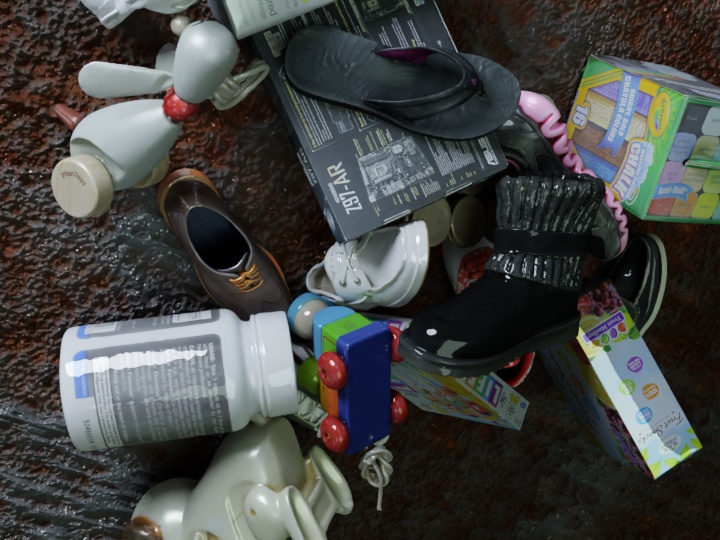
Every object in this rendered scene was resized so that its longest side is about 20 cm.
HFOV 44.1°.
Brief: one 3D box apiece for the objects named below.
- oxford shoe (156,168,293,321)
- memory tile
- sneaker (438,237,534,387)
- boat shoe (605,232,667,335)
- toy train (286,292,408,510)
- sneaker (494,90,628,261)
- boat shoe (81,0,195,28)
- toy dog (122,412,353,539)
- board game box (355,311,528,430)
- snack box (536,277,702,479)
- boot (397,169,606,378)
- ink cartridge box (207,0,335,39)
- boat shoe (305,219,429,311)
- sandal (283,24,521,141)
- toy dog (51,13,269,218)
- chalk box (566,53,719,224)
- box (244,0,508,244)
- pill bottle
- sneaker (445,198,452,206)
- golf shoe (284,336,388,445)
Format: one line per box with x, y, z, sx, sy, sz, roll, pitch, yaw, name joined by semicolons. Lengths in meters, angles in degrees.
-0.118;0.000;0.824;0.071;0.073;0.200;-38;126;-2;oxford shoe
0.121;-0.099;0.866;0.199;0.017;0.154;-4;97;-39;memory tile
0.138;0.030;0.940;0.067;0.108;0.202;-18;123;-15;sneaker
0.298;0.048;1.047;0.067;0.072;0.201;5;117;-30;boat shoe
-0.020;0.124;0.849;0.084;0.116;0.201;-20;124;-30;toy train
0.179;-0.073;0.861;0.095;0.079;0.200;-45;110;-10;sneaker
-0.136;-0.218;0.632;0.074;0.200;0.065;-48;122;-29;boat shoe
-0.139;0.240;0.886;0.200;0.140;0.194;-29;105;18;toy dog
0.069;0.103;0.921;0.200;0.134;0.034;39;66;-41;board game box
0.256;0.106;0.955;0.068;0.169;0.200;-30;95;-6;snack box
0.123;-0.005;0.779;0.211;0.079;0.158;-14;119;-37;boot
-0.039;-0.292;0.696;0.199;0.083;0.146;-25;123;-10;ink cartridge box
0.000;0.000;0.821;0.069;0.200;0.071;8;73;-20;boat shoe
0.037;-0.152;0.721;0.200;0.048;0.076;8;84;-9;sandal
-0.178;-0.134;0.697;0.200;0.132;0.096;-41;90;14;toy dog
0.310;-0.122;0.880;0.124;0.200;0.124;3;116;-25;chalk box
0.013;-0.144;0.764;0.160;0.044;0.201;-26;91;-11;box
-0.161;0.096;0.811;0.199;0.114;0.114;-6;120;-8;pill bottle
0.040;-0.105;0.842;0.200;0.075;0.088;33;95;-37;sneaker
-0.053;0.125;0.917;0.199;0.088;0.077;18;110;-30;golf shoe
